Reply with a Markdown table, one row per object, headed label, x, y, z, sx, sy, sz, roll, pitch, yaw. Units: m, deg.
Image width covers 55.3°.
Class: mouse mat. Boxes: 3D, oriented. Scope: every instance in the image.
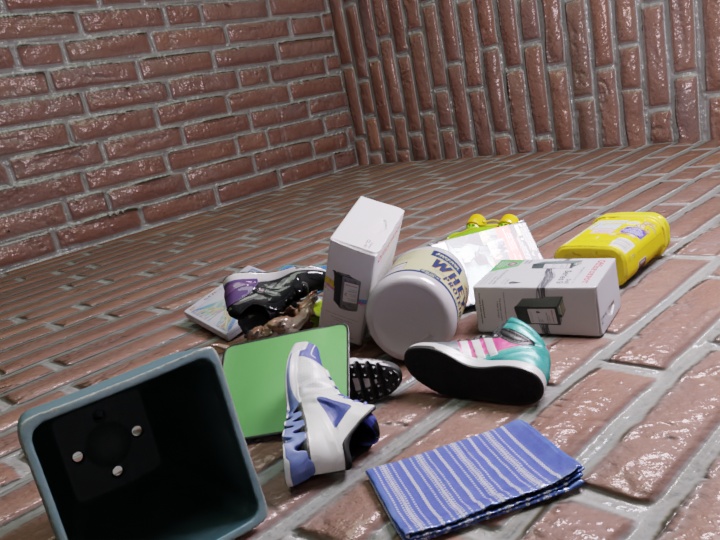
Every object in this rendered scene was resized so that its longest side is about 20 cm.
| label | x | y | z | sx | sy | sz | roll | pitch | yaw |
| --- | --- | --- | --- | --- | --- | --- | --- | --- | --- |
| mouse mat | -0.108 | 0.154 | 0.953 | 0.199 | 0.008 | 0.162 | -12 | 49 | 13 |

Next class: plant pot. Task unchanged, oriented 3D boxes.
| label | x | y | z | sx | sy | sz | roll | pitch | yaw |
| --- | --- | --- | --- | --- | --- | --- | --- | --- | --- |
| plant pot | -0.251 | 0.203 | 0.742 | 0.195 | 0.197 | 0.200 | -21 | 8 | -33 |

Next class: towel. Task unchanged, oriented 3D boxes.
| label | x | y | z | sx | sy | sz | roll | pitch | yaw |
| --- | --- | --- | --- | --- | --- | --- | --- | --- | --- |
| towel | 0.117 | 0.215 | 0.729 | 0.199 | 0.024 | 0.145 | -14 | 14 | -12 |

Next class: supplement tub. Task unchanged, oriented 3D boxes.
| label | x | y | z | sx | sy | sz | roll | pitch | yaw |
| --- | --- | --- | --- | --- | --- | --- | --- | --- | --- |
| supplement tub | 0.100 | 0.046 | 1.125 | 0.144 | 0.146 | 0.200 | -6 | 16 | 19 |

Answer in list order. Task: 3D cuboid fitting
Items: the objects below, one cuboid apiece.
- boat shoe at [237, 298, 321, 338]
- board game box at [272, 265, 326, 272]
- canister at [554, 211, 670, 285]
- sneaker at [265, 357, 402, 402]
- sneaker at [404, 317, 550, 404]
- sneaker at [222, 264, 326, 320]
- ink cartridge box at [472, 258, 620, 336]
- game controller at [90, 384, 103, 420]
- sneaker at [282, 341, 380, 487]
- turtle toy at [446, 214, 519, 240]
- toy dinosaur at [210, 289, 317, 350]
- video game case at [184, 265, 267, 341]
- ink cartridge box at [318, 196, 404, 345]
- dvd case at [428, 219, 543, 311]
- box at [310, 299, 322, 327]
| label | x | y | z | sx | sy | sz | roll | pitch | yaw |
| --- | --- | --- | --- | --- | --- | --- | --- | --- | --- |
| boat shoe | -0.154 | 0.080 | 1.321 | 0.200 | 0.062 | 0.075 | -31 | -8 | -44 |
| board game box | -0.171 | 0.038 | 1.548 | 0.151 | 0.045 | 0.200 | 0 | 18 | 37 |
| canister | 0.473 | -0.041 | 1.294 | 0.148 | 0.087 | 0.200 | 3 | 22 | 44 |
| sneaker | -0.037 | 0.151 | 0.992 | 0.199 | 0.067 | 0.091 | -11 | 17 | 10 |
| sneaker | 0.170 | 0.113 | 0.941 | 0.199 | 0.084 | 0.121 | 8 | 27 | 31 |
| sneaker | -0.147 | 0.050 | 1.254 | 0.199 | 0.076 | 0.088 | -7 | 58 | -10 |
| ink cartridge box | 0.305 | 0.039 | 1.119 | 0.199 | 0.085 | 0.146 | -1 | 18 | 32 |
| game controller | -0.357 | 0.193 | 1.148 | 0.199 | 0.042 | 0.104 | -19 | 31 | -27 |
| sneaker | -0.035 | 0.178 | 0.850 | 0.114 | 0.081 | 0.200 | -2 | 35 | -3 |
| turtle toy | 0.239 | -0.035 | 1.401 | 0.199 | 0.101 | 0.146 | 4 | 47 | 41 |
| toy dinosaur | -0.152 | 0.114 | 1.189 | 0.199 | 0.086 | 0.136 | -19 | 15 | -7 |
| video game case | -0.253 | 0.062 | 1.440 | 0.182 | 0.022 | 0.200 | -38 | 31 | -26 |
| ink cartridge box | 0.000 | 0.000 | 1.157 | 0.085 | 0.201 | 0.148 | 18 | 39 | 12 |
| dvd case | 0.242 | -0.009 | 1.278 | 0.199 | 0.147 | 0.022 | -14 | -27 | -11 |
| box | -0.002 | 0.070 | 1.306 | 0.199 | 0.048 | 0.122 | -23 | 19 | -34 |
